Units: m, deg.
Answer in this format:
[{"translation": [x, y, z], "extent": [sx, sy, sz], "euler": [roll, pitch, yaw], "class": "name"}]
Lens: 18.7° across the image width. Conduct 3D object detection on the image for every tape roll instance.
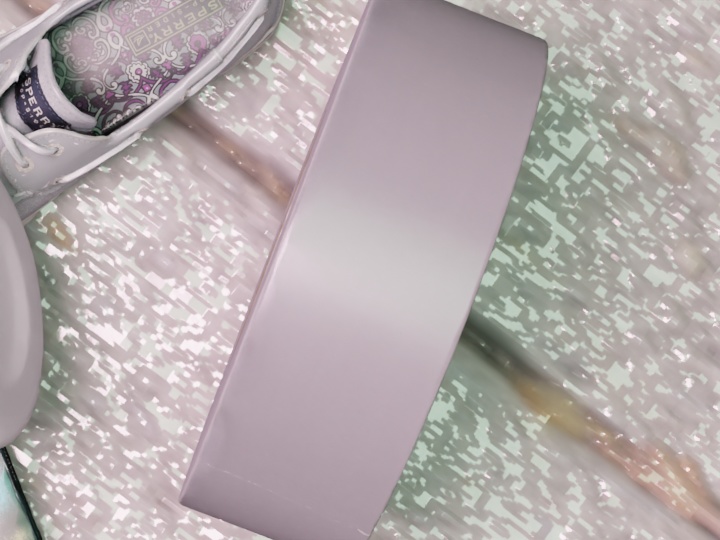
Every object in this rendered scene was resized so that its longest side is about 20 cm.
[{"translation": [0.000, 0.000, 0.778], "extent": [0.066, 0.200, 0.201], "euler": [22, 86, -3], "class": "tape roll"}]

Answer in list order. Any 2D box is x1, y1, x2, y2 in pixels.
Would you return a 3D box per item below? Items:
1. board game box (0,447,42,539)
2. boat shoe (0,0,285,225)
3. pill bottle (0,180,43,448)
[{"translation": [-0.218, 0.136, 0.842], "extent": [0.200, 0.028, 0.136], "euler": [-22, 89, -4], "class": "board game box"}, {"translation": [-0.117, -0.070, 0.836], "extent": [0.201, 0.072, 0.070], "euler": [-34, 91, -3], "class": "boat shoe"}, {"translation": [-0.226, 0.024, 0.791], "extent": [0.199, 0.113, 0.113], "euler": [-9, 88, 12], "class": "pill bottle"}]
